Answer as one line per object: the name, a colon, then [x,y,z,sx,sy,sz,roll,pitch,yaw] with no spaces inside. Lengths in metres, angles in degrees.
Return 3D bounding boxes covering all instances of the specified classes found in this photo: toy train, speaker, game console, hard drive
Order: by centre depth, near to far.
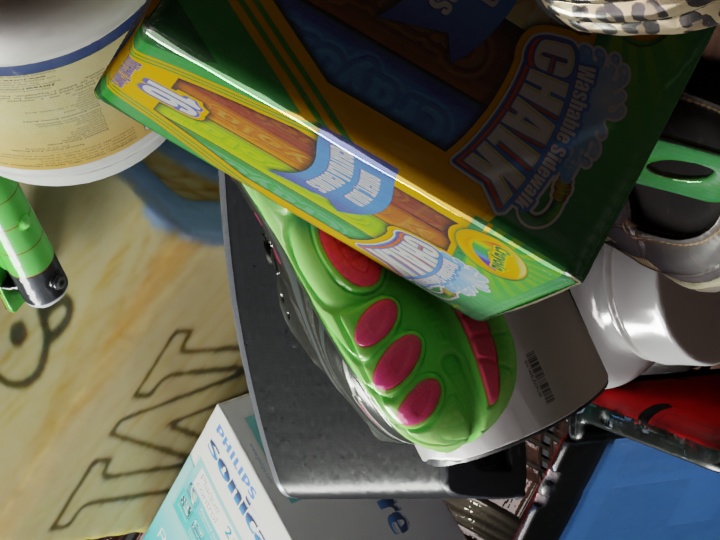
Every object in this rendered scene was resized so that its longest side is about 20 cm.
speaker: [0.018,-0.031,1.109,0.200,0.081,0.081,65,167,-8]
hard drive: [0.000,0.000,1.229,0.135,0.200,0.042,-4,-174,43]
toy train: [-0.179,-0.054,1.287,0.056,0.042,0.200,17,146,36]
game console: [0.189,0.105,1.316,0.200,0.119,0.172,-4,-167,-31]

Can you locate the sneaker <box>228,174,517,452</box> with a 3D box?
sneaker: [-0.016,-0.024,1.034,0.200,0.077,0.084,68,157,9]

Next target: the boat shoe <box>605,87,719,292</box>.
boat shoe: [0.099,-0.037,1.102,0.073,0.075,0.200,16,177,-19]

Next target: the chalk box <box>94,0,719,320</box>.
chalk box: [0.035,-0.065,0.942,0.200,0.124,0.125,31,167,-6]

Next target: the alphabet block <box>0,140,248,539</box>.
alphabet block: [-0.131,-0.001,1.465,0.195,0.200,0.196,45,-155,28]

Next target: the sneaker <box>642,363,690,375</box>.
sneaker: [0.084,0.003,1.388,0.130,0.080,0.199,7,-173,-10]

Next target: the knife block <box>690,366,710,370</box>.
knife block: [0.104,0.018,1.602,0.200,0.064,0.176,25,172,33]

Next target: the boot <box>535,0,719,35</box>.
boot: [0.016,-0.133,0.809,0.200,0.073,0.151,17,167,40]

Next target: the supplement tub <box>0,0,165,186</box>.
supplement tub: [-0.126,-0.119,1.115,0.144,0.144,0.200,28,167,8]

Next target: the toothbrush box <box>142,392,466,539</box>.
toothbrush box: [-0.027,0.155,1.426,0.146,0.085,0.200,61,150,18]

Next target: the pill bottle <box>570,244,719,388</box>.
pill bottle: [0.074,-0.005,1.277,0.200,0.111,0.111,4,158,42]
